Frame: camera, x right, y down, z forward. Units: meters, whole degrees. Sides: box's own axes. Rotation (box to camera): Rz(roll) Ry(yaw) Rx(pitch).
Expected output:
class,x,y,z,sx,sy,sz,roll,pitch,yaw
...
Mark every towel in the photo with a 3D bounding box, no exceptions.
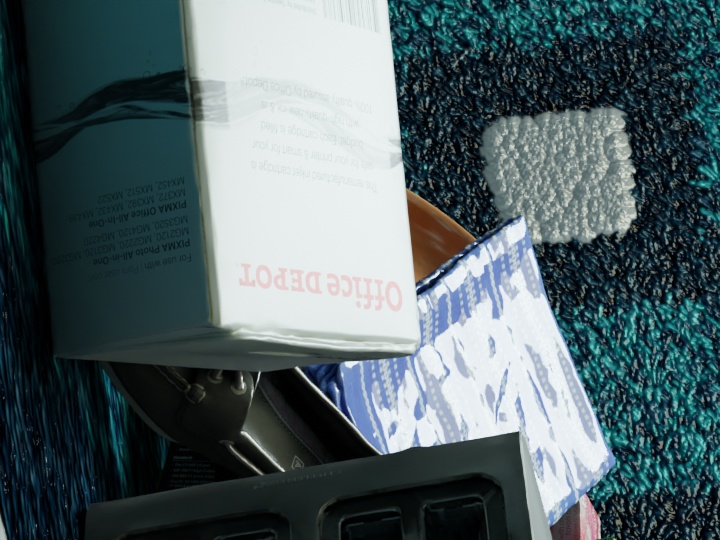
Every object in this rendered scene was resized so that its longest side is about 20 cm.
class,x,y,z,sx,sy,sz,roll,pitch,yaw
towel,0.053,0.072,1.252,0.200,0.024,0.146,-36,107,-50

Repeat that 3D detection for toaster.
class,x,y,z,sx,sy,sz,roll,pitch,yaw
toaster,-0.011,0.165,0.975,0.201,0.180,0.119,-93,171,-48

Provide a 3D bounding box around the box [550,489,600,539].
class,x,y,z,sx,sy,sz,roll,pitch,yaw
box,0.075,0.215,1.353,0.100,0.095,0.201,57,32,-70

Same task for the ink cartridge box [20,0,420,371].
class,x,y,z,sx,sy,sz,roll,pitch,yaw
ink cartridge box,-0.054,-0.064,1.006,0.145,0.083,0.201,8,75,-57

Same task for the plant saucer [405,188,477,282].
class,x,y,z,sx,sy,sz,roll,pitch,yaw
plant saucer,0.000,0.000,1.355,0.038,0.199,0.200,-59,-166,22

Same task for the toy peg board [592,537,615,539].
class,x,y,z,sx,sy,sz,roll,pitch,yaw
toy peg board,0.035,0.206,1.078,0.098,0.199,0.199,64,28,-23

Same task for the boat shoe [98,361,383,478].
class,x,y,z,sx,sy,sz,roll,pitch,yaw
boat shoe,-0.037,0.060,1.102,0.200,0.057,0.067,49,41,-34

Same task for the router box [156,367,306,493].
class,x,y,z,sx,sy,sz,roll,pitch,yaw
router box,-0.036,0.129,1.228,0.200,0.051,0.150,66,30,-49
